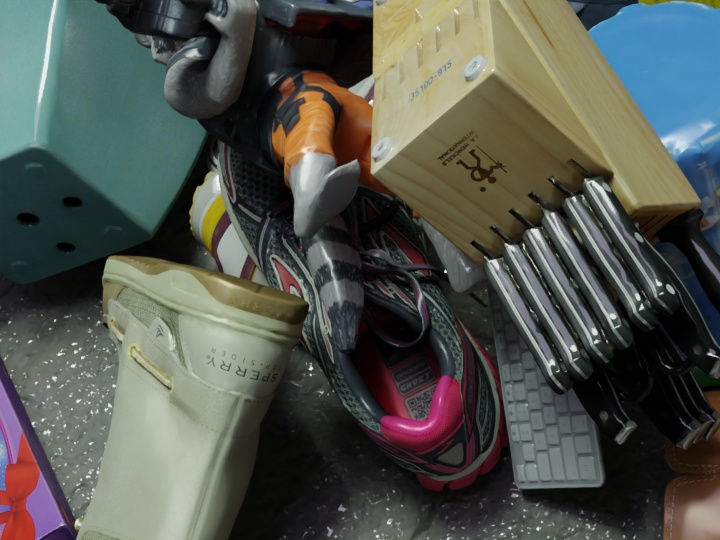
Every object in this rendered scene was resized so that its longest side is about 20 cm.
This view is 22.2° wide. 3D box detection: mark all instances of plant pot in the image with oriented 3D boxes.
[{"bbox_3d":[-0.157,-0.106,0.937,0.141,0.141,0.200,-18,52,28],"label":"plant pot"}]

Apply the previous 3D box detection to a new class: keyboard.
[{"bbox_3d":[0.069,-0.009,0.766,0.011,0.201,0.056,-7,-2,-29],"label":"keyboard"}]

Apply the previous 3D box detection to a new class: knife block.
[{"bbox_3d":[0.086,-0.032,0.713,0.064,0.175,0.200,-38,28,25],"label":"knife block"}]

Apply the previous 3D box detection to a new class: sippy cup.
[{"bbox_3d":[0.139,-0.041,0.795,0.177,0.130,0.140,-22,47,1],"label":"sippy cup"}]

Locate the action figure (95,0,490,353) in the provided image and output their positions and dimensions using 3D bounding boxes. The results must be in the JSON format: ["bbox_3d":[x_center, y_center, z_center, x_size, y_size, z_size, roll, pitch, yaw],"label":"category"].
[{"bbox_3d":[-0.046,-0.065,0.746,0.200,0.105,0.194,4,32,-39],"label":"action figure"}]

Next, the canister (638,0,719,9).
[{"bbox_3d":[0.232,-0.130,0.827,0.199,0.149,0.087,-4,49,20],"label":"canister"}]

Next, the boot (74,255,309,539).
[{"bbox_3d":[-0.090,0.076,0.808,0.200,0.072,0.155,-177,102,-70],"label":"boot"}]

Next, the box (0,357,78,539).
[{"bbox_3d":[-0.223,0.097,0.872,0.137,0.039,0.200,-30,46,-5],"label":"box"}]

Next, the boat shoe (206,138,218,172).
[{"bbox_3d":[-0.005,-0.116,0.960,0.200,0.064,0.071,-40,48,-14],"label":"boat shoe"}]

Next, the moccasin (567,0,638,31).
[{"bbox_3d":[0.162,-0.154,0.926,0.200,0.068,0.081,-17,46,3],"label":"moccasin"}]

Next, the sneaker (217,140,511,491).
[{"bbox_3d":[0.000,0.000,0.802,0.081,0.075,0.200,-36,68,4],"label":"sneaker"}]

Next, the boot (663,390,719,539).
[{"bbox_3d":[0.200,0.051,0.733,0.154,0.074,0.200,-4,47,23],"label":"boot"}]

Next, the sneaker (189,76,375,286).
[{"bbox_3d":[0.018,-0.050,0.897,0.200,0.075,0.090,-38,56,-6],"label":"sneaker"}]
